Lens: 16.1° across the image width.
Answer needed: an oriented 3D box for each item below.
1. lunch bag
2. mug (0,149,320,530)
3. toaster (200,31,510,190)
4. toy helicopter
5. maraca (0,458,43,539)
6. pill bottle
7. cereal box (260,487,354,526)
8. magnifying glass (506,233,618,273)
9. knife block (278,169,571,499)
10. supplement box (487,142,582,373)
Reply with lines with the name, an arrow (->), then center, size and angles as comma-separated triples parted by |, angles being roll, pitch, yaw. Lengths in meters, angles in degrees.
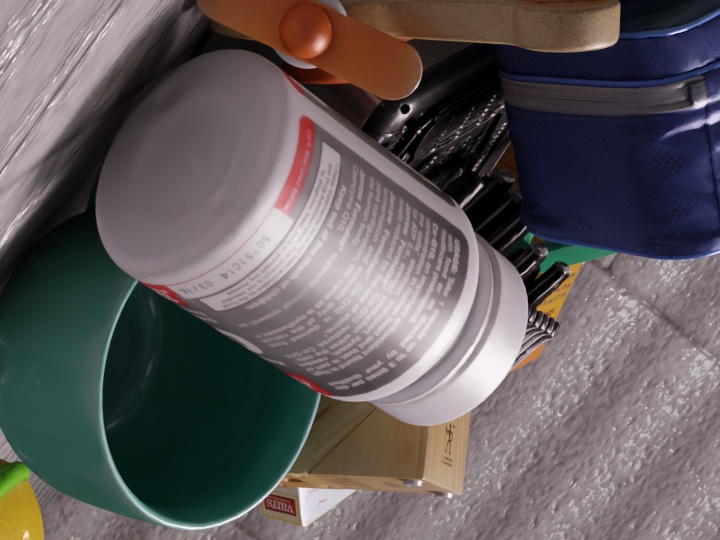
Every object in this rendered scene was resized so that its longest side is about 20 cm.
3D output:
lunch bag -> 0.167, -0.104, 1.260 | 0.135, 0.133, 0.200 | 10, -150, 43
mug -> -0.103, 0.029, 1.266 | 0.114, 0.152, 0.186 | 9, -113, 44
toaster -> 0.004, -0.092, 1.329 | 0.200, 0.119, 0.181 | -32, 163, -38
toy helicopter -> 0.018, -0.114, 1.116 | 0.132, 0.199, 0.079 | -19, 112, -55
maraca -> -0.234, 0.165, 1.372 | 0.137, 0.107, 0.200 | -42, 175, -33
pill bottle -> -0.017, -0.008, 1.182 | 0.114, 0.200, 0.114 | -23, -129, 31
cereal box -> -0.015, 0.037, 1.548 | 0.144, 0.039, 0.201 | -30, 123, -48
magnifying glass -> 0.091, -0.015, 1.376 | 0.200, 0.022, 0.080 | -35, -137, 7
knife block -> 0.007, 0.028, 1.343 | 0.064, 0.199, 0.176 | 32, 60, -65
supplement box -> 0.103, -0.043, 1.456 | 0.066, 0.069, 0.201 | -20, 135, -62
